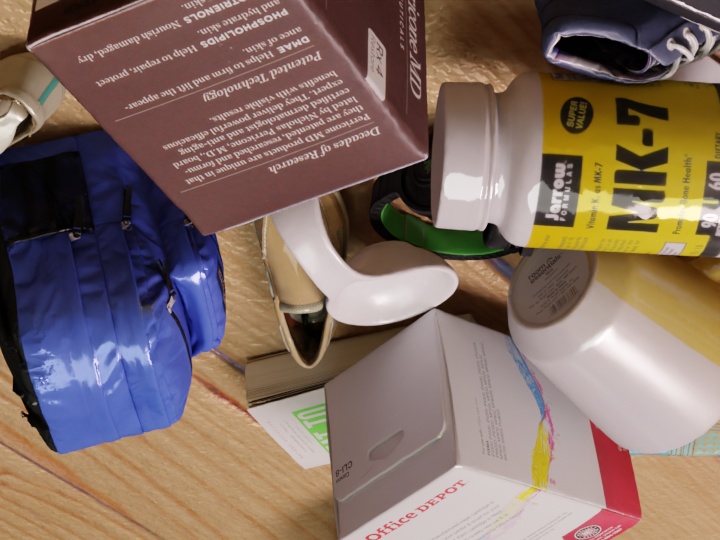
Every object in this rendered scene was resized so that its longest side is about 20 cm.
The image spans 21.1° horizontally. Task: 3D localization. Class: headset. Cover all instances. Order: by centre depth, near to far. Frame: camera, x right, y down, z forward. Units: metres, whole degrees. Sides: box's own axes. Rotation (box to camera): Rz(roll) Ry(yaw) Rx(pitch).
[{"bbox_3d":[0.091,-0.067,1.394,0.123,0.094,0.200,21,153,-28],"label":"headset"}]

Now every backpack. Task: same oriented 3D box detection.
[{"bbox_3d":[-0.181,0.017,1.376,0.168,0.200,0.163,-13,142,2],"label":"backpack"}]

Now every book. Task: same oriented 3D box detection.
[{"bbox_3d":[0.021,0.104,1.625,0.200,0.048,0.134,-15,143,15],"label":"book"}]

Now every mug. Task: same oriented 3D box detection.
[{"bbox_3d":[0.195,0.023,1.449,0.153,0.187,0.149,32,158,-36],"label":"mug"}]

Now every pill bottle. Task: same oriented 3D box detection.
[{"bbox_3d":[0.149,-0.069,1.253,0.200,0.114,0.114,2,142,-3],"label":"pill bottle"}]

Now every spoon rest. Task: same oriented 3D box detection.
[{"bbox_3d":[0.000,0.000,1.397,0.099,0.061,0.200,-23,149,21],"label":"spoon rest"}]

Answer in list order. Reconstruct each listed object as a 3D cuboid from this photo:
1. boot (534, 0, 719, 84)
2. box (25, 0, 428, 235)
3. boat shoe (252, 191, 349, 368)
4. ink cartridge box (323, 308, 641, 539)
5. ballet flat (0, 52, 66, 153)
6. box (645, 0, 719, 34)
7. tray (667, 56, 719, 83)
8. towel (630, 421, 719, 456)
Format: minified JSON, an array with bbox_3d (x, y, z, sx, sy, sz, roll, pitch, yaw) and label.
[{"bbox_3d":[0.204,-0.153,1.246,0.200,0.090,0.073,9,142,-11],"label":"boot"},{"bbox_3d":[-0.075,-0.160,1.177,0.164,0.166,0.200,-19,139,22],"label":"box"},{"bbox_3d":[-0.042,0.000,1.457,0.072,0.076,0.200,-3,141,7],"label":"boat shoe"},{"bbox_3d":[0.093,0.145,1.528,0.200,0.145,0.145,20,138,-36],"label":"ink cartridge box"},{"bbox_3d":[-0.287,-0.089,1.352,0.200,0.070,0.069,-27,135,31],"label":"ballet flat"},{"bbox_3d":[0.223,-0.194,1.141,0.200,0.122,0.106,19,99,-22],"label":"box"},{"bbox_3d":[0.252,-0.083,1.370,0.200,0.022,0.107,29,107,-32],"label":"tray"},{"bbox_3d":[0.303,0.118,1.655,0.200,0.022,0.147,-1,143,1],"label":"towel"}]
